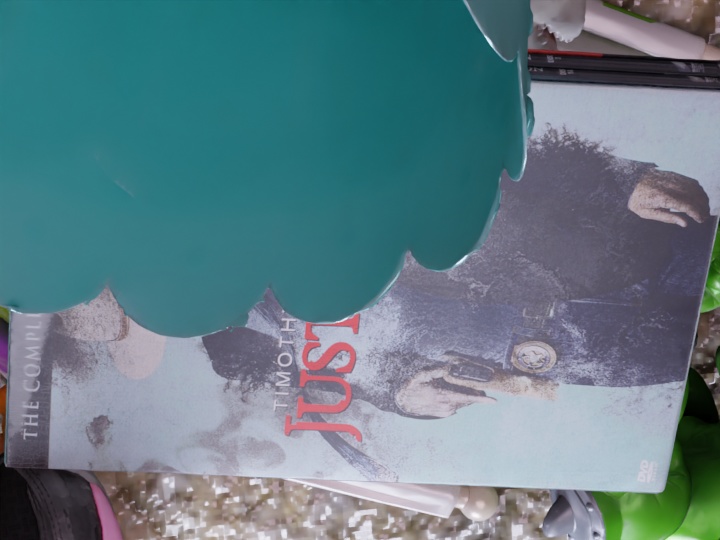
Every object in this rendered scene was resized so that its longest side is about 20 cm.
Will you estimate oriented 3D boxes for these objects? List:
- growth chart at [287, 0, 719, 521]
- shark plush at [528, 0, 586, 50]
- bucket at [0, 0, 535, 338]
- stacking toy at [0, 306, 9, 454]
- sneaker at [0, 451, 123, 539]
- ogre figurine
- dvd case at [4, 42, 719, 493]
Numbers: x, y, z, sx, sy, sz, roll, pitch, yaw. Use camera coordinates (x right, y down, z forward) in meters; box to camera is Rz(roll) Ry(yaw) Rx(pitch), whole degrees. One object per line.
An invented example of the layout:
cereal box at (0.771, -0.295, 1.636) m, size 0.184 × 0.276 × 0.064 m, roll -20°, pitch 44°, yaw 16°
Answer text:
growth chart at (0.023, -0.010, 0.924) m, size 0.144 × 0.018 × 0.200 m, roll 24°, pitch 104°, yaw -16°
shark plush at (-0.010, -0.128, 0.846) m, size 0.200 × 0.091 × 0.083 m, roll 30°, pitch 118°, yaw -20°
bucket at (-0.052, -0.093, 0.665) m, size 0.206 × 0.135 × 0.207 m, roll 8°, pitch 146°, yaw 6°
stacking toy at (-0.082, 0.001, 0.875) m, size 0.116 × 0.110 × 0.201 m, roll 13°, pitch 118°, yaw -14°
sneaker at (-0.138, 0.142, 0.846) m, size 0.095 × 0.079 × 0.201 m, roll 17°, pitch 98°, yaw -39°
ogre figurine at (0.134, 0.049, 0.917) m, size 0.200 × 0.098 × 0.120 m, roll 3°, pitch 123°, yaw -58°
dvd case at (0.000, 0.000, 0.809) m, size 0.199 × 0.022 × 0.146 m, roll 4°, pitch 125°, yaw -5°
